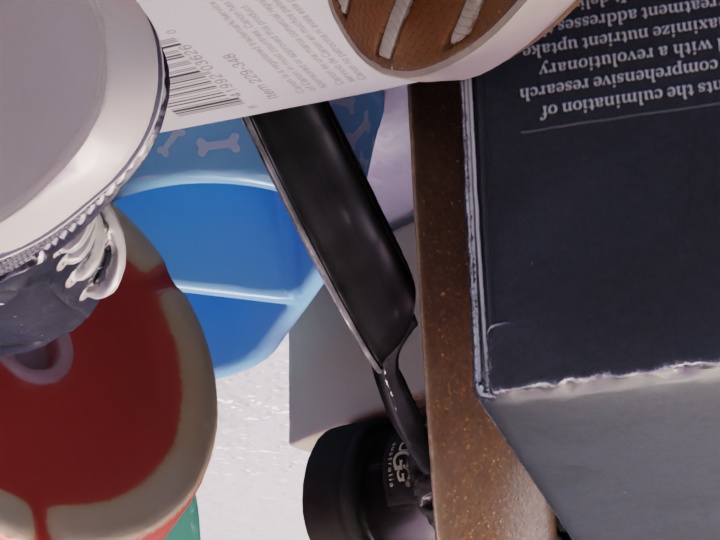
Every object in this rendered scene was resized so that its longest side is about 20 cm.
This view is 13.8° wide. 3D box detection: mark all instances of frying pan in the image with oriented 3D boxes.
[{"bbox_3d":[0.002,0.006,0.891,0.031,0.115,0.190,-27,116,3],"label":"frying pan"}]

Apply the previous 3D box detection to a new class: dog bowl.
[{"bbox_3d":[-0.061,-0.015,1.018,0.111,0.050,0.200,7,155,-16],"label":"dog bowl"}]

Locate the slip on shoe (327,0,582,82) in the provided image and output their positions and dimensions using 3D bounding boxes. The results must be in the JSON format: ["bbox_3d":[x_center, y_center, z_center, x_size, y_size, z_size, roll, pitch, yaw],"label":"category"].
[{"bbox_3d":[0.062,-0.124,0.698,0.061,0.076,0.200,-5,135,-46],"label":"slip on shoe"}]

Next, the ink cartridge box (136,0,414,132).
[{"bbox_3d":[-0.098,-0.097,0.791,0.200,0.086,0.148,-9,155,21],"label":"ink cartridge box"}]

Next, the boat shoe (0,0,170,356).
[{"bbox_3d":[-0.089,-0.024,0.777,0.093,0.075,0.200,10,163,-38],"label":"boat shoe"}]

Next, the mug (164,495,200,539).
[{"bbox_3d":[-0.154,0.109,1.188,0.185,0.115,0.152,4,-168,17],"label":"mug"}]

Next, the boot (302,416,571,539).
[{"bbox_3d":[0.099,0.099,1.049,0.158,0.080,0.211,-17,148,35],"label":"boot"}]

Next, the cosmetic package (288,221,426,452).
[{"bbox_3d":[0.077,0.016,1.060,0.103,0.073,0.200,21,148,-40],"label":"cosmetic package"}]

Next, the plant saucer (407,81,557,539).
[{"bbox_3d":[0.037,0.021,0.891,0.037,0.201,0.200,-3,156,3],"label":"plant saucer"}]

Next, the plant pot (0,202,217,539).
[{"bbox_3d":[-0.150,0.062,0.944,0.200,0.201,0.177,17,140,-34],"label":"plant pot"}]

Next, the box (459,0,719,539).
[{"bbox_3d":[0.105,-0.027,0.812,0.124,0.197,0.200,-7,156,14],"label":"box"}]
